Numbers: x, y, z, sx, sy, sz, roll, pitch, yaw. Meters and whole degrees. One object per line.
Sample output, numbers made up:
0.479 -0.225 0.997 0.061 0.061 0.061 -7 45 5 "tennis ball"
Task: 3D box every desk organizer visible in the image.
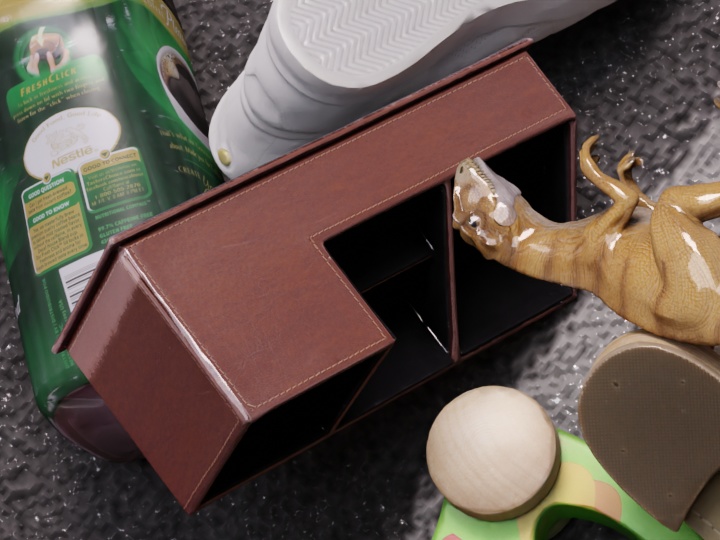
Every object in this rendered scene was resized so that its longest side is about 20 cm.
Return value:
0.000 0.000 1.027 0.200 0.072 0.077 -28 72 -36 "desk organizer"

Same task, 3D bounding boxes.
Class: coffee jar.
-0.097 -0.035 1.117 0.085 0.104 0.201 -21 65 9 "coffee jar"

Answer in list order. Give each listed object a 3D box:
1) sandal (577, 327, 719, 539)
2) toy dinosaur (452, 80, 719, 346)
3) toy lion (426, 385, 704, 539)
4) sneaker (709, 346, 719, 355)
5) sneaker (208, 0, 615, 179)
0.162 0.095 1.001 0.212 0.070 0.078 47 114 -3 "sandal"
0.119 0.004 0.960 0.200 0.060 0.106 26 71 40 "toy dinosaur"
0.063 0.169 1.019 0.191 0.069 0.200 34 84 19 "toy lion"
0.191 -0.020 1.029 0.082 0.078 0.200 34 85 24 "sneaker"
0.028 -0.095 1.112 0.200 0.116 0.074 -26 77 -32 "sneaker"
